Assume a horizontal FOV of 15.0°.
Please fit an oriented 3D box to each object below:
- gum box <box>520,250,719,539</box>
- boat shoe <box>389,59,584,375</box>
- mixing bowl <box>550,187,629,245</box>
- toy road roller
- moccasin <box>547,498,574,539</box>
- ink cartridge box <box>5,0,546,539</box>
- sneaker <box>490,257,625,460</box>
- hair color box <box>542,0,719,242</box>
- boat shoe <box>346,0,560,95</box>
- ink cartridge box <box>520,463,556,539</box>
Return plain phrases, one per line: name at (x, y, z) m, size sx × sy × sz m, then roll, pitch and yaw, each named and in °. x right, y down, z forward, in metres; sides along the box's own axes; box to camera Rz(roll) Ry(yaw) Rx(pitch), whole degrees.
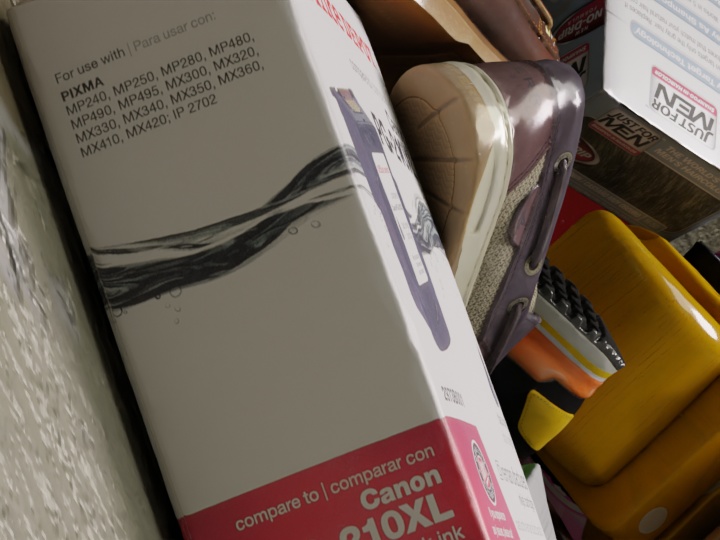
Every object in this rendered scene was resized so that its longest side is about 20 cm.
gum box at (0.128, 0.065, 1.288) m, size 0.200 × 0.066 × 0.114 m, roll -21°, pitch -90°, yaw 54°
boat shoe at (0.032, 0.007, 0.941) m, size 0.072 × 0.065 × 0.201 m, roll 58°, pitch -32°, yaw 37°
mixing bowl at (0.088, -0.060, 1.297) m, size 0.200 × 0.199 × 0.109 m, roll 60°, pitch 16°, yaw -48°
toy road roller at (0.126, 0.064, 1.104) m, size 0.146 × 0.123 × 0.200 m, roll 37°, pitch 11°, yaw -49°
moccasin at (0.068, 0.148, 1.110) m, size 0.078 × 0.073 × 0.201 m, roll 57°, pitch 1°, yaw -10°
ink cartridge box at (-0.019, 0.011, 0.811) m, size 0.145 × 0.084 × 0.201 m, roll 35°, pitch 35°, yaw -77°
sneaker at (0.000, 0.000, 1.018) m, size 0.200 × 0.090 × 0.070 m, roll 39°, pitch 11°, yaw -9°
hair color box at (0.121, -0.124, 1.189) m, size 0.099 × 0.061 × 0.201 m, roll 29°, pitch 49°, yaw -32°
boat shoe at (0.033, -0.091, 0.953) m, size 0.200 × 0.070 × 0.071 m, roll 50°, pitch 49°, yaw -60°
ink cartridge box at (0.056, 0.175, 0.954) m, size 0.104 × 0.059 × 0.201 m, roll -18°, pitch 93°, yaw -82°
